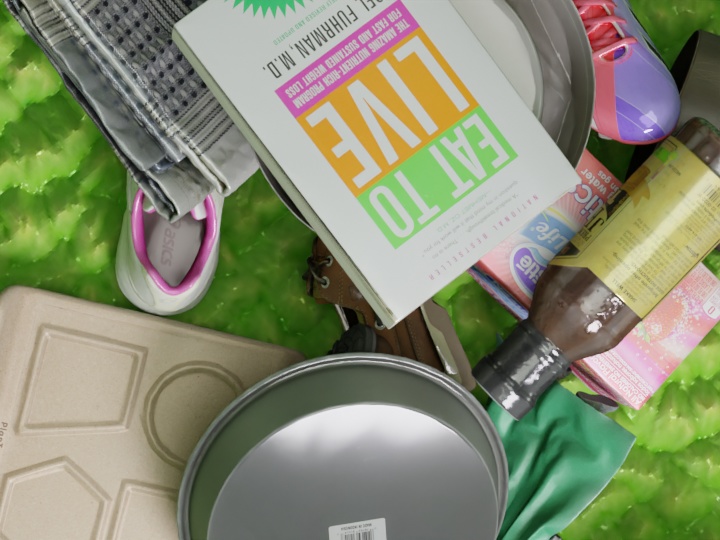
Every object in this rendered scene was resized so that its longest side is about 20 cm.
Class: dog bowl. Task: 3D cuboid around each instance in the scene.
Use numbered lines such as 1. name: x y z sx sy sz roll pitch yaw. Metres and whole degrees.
1. dog bowl: 0.031 -0.100 1.329 0.199 0.059 0.202 0 87 -5

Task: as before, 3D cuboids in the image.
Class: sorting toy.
1. sorting toy: -0.145 0.118 1.424 0.199 0.036 0.186 14 92 -15

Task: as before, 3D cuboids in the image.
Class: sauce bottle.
1. sauce bottle: 0.145 0.001 1.344 0.065 0.065 0.200 44 93 -9

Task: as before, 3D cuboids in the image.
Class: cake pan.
1. cake pan: -0.006 0.144 1.365 0.199 0.037 0.201 -5 118 -10

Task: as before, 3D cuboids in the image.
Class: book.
1. book: 0.009 -0.089 1.279 0.133 0.048 0.200 -37 88 -9

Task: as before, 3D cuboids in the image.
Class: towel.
1. towel: -0.102 -0.151 1.359 0.193 0.034 0.200 54 50 -10

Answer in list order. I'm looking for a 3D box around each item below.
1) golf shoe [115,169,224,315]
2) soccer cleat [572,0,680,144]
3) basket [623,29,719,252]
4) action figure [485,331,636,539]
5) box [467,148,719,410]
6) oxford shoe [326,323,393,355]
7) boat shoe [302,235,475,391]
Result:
1. golf shoe: -0.104 -0.072 1.389 0.075 0.092 0.201 2 92 -8
2. soccer cleat: 0.131 -0.159 1.384 0.066 0.077 0.201 -17 54 -7
3. basket: 0.272 -0.055 1.430 0.199 0.181 0.137 24 61 0
4. action figure: 0.088 0.154 1.440 0.055 0.118 0.201 6 116 -48
5. box: 0.117 -0.019 1.424 0.200 0.103 0.095 44 86 -10
6. oxford shoe: 0.001 0.124 1.418 0.084 0.073 0.201 5 115 -12
7. boat shoe: 0.000 0.000 1.420 0.068 0.072 0.201 -27 97 -8
